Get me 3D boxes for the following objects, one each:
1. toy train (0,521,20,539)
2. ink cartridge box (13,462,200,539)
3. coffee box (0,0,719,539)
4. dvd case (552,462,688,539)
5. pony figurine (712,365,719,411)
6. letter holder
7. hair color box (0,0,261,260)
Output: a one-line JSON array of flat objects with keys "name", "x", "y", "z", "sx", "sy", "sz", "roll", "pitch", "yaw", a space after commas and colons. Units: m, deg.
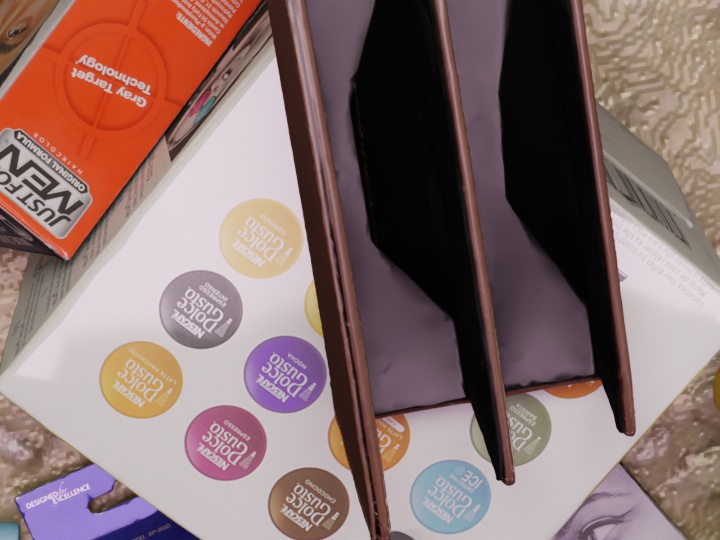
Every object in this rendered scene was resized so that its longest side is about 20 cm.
[{"name": "toy train", "x": -0.241, "y": 0.084, "z": 1.182, "sx": 0.200, "sy": 0.056, "sz": 0.150, "roll": 5, "pitch": 108, "yaw": -6}, {"name": "ink cartridge box", "x": -0.068, "y": 0.171, "z": 1.224, "sx": 0.095, "sy": 0.037, "sz": 0.200, "roll": -23, "pitch": 101, "yaw": 0}, {"name": "coffee box", "x": 0.000, "y": 0.000, "z": 1.092, "sx": 0.200, "sy": 0.200, "sz": 0.198, "roll": 38, "pitch": 103, "yaw": -13}, {"name": "dvd case", "x": 0.089, "y": 0.166, "z": 1.255, "sx": 0.149, "sy": 0.016, "sz": 0.200, "roll": -38, "pitch": 107, "yaw": 10}, {"name": "pony figurine", "x": 0.272, "y": 0.025, "z": 1.157, "sx": 0.200, "sy": 0.167, "sz": 0.193, "roll": 6, "pitch": 139, "yaw": -17}, {"name": "letter holder", "x": 0.030, "y": -0.030, "z": 0.904, "sx": 0.101, "sy": 0.142, "sz": 0.200, "roll": -10, "pitch": 107, "yaw": -1}, {"name": "hair color box", "x": -0.090, "y": -0.102, "z": 1.062, "sx": 0.061, "sy": 0.102, "sz": 0.200, "roll": 40, "pitch": 76, "yaw": -23}]
